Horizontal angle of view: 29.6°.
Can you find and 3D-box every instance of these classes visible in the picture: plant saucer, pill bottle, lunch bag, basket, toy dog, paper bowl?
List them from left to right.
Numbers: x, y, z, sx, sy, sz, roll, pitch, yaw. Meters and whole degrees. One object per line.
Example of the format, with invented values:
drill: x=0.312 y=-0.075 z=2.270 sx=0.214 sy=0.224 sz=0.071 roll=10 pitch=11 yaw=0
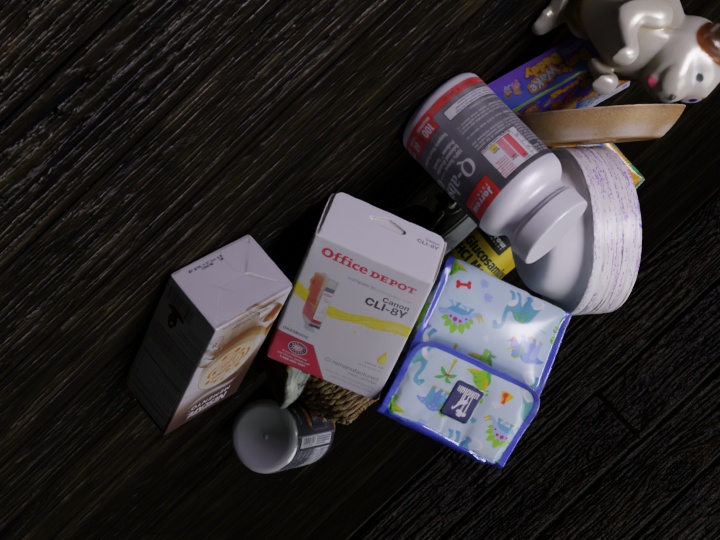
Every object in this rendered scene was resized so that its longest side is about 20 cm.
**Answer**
pill bottle: x=-0.103 y=0.235 z=1.990 sx=0.106 sy=0.106 sz=0.200 roll=-46 pitch=165 yaw=12
basket: x=-0.013 y=0.098 z=1.932 sx=0.199 sy=0.150 sz=0.142 roll=-37 pitch=-164 yaw=-20
lunch bag: x=0.129 y=0.108 z=1.598 sx=0.201 sy=0.169 sz=0.127 roll=-66 pitch=-173 yaw=-10
pill bottle: x=0.167 y=-0.038 z=1.894 sx=0.200 sy=0.113 sz=0.112 roll=-41 pitch=165 yaw=10
pill bottle: x=0.150 y=-0.112 z=1.509 sx=0.116 sy=0.200 sz=0.116 roll=-39 pitch=164 yaw=-13
paper bowl: x=0.247 y=-0.047 z=1.629 sx=0.103 sy=0.202 sz=0.201 roll=-4 pitch=152 yaw=-15
plant saucer: x=0.270 y=-0.164 z=1.553 sx=0.198 sy=0.036 sz=0.200 roll=-4 pitch=-177 yaw=0
toy dog: x=0.320 y=-0.267 z=1.522 sx=0.193 sy=0.200 sz=0.140 roll=-30 pitch=161 yaw=-36

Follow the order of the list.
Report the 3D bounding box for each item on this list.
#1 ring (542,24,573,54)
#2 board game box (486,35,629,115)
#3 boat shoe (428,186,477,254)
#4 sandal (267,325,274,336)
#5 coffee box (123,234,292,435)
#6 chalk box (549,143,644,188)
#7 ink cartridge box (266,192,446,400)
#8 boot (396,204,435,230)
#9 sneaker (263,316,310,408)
ring: x=0.273 y=-0.288 z=1.696 sx=0.200 sy=0.019 sz=0.201 roll=-40 pitch=164 yaw=-13
board game box: x=0.234 y=-0.219 z=1.647 sx=0.199 sy=0.045 sz=0.135 roll=-30 pitch=163 yaw=-2
boat shoe: x=0.119 y=-0.080 z=1.624 sx=0.200 sy=0.064 sz=0.071 roll=-44 pitch=-178 yaw=0
sandal: x=-0.140 y=0.086 z=1.614 sx=0.076 sy=0.043 sz=0.201 roll=-21 pitch=154 yaw=-54
coffee box: x=-0.163 y=0.070 z=1.439 sx=0.114 sy=0.080 sz=0.201 roll=-29 pitch=160 yaw=-40
chalk box: x=0.274 y=-0.146 z=1.816 sx=0.124 sy=0.125 sz=0.200 roll=-46 pitch=-163 yaw=13
ink cartridge box: x=-0.007 y=0.031 z=1.541 sx=0.084 sy=0.144 sz=0.201 roll=-70 pitch=-177 yaw=-50
boot: x=0.000 y=0.000 z=1.700 sx=0.199 sy=0.070 sz=0.174 roll=-13 pitch=155 yaw=-49
sneaker: x=-0.072 y=0.114 z=1.770 sx=0.087 sy=0.076 sz=0.200 roll=-19 pitch=157 yaw=-21
